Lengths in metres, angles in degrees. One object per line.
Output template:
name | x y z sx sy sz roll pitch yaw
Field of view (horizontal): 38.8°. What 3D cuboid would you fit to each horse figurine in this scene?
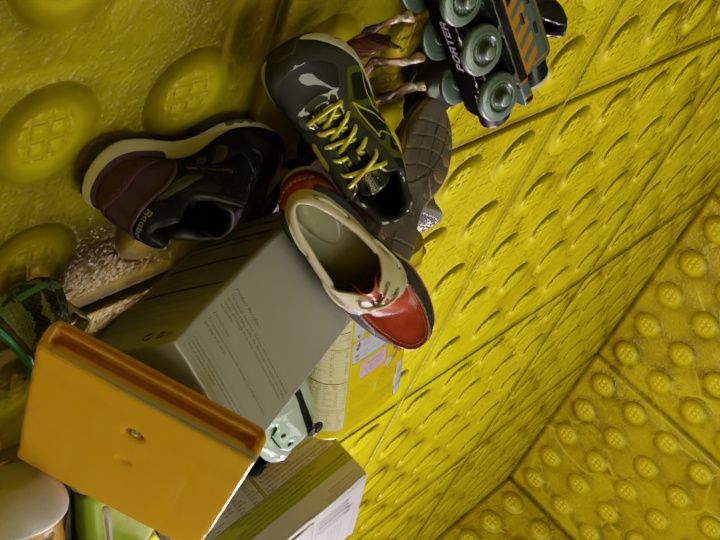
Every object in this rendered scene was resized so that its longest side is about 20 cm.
horse figurine | -0.007 -0.159 0.896 0.131 0.050 0.200 -23 166 -3

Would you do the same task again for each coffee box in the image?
coffee box | -0.135 0.269 1.223 0.199 0.198 0.200 -35 157 -26

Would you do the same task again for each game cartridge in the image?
game cartridge | -0.177 0.136 0.796 0.033 0.175 0.200 -64 -175 -38

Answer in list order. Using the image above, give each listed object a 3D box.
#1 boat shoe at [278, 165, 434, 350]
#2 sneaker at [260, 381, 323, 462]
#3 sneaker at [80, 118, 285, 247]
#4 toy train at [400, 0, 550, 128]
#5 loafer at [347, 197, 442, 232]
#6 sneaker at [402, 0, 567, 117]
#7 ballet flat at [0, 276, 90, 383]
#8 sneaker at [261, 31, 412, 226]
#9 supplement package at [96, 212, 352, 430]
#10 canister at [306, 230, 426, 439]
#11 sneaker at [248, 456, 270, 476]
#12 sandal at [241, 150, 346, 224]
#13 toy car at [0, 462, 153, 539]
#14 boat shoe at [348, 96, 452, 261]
boat shoe | 0.000 0.000 0.864 0.071 0.201 0.063 -34 -155 7
sneaker | -0.114 0.157 0.957 0.200 0.073 0.119 -41 124 -32
sneaker | -0.117 -0.059 0.804 0.199 0.087 0.076 -22 147 -50
toy train | 0.113 -0.226 0.919 0.114 0.085 0.201 -41 131 -14
loafer | 0.014 -0.091 1.076 0.075 0.070 0.199 -28 155 23
sneaker | 0.125 -0.212 1.023 0.200 0.091 0.076 -46 161 0
ballet flat | -0.244 0.070 0.841 0.074 0.074 0.201 -39 159 -21
sneaker | -0.006 -0.108 0.808 0.074 0.085 0.200 -33 144 11
supplement package | -0.114 0.054 0.865 0.116 0.118 0.200 -12 -155 37
canister | -0.010 0.060 1.055 0.148 0.086 0.202 -32 141 -40
sneaker | -0.178 0.175 1.059 0.198 0.088 0.076 7 117 -38
sandal | -0.069 -0.067 0.951 0.081 0.055 0.200 -6 153 -40
toy car | -0.285 0.233 0.945 0.199 0.149 0.177 -22 120 -42
boat shoe | 0.026 -0.082 0.962 0.076 0.071 0.201 51 53 -40
